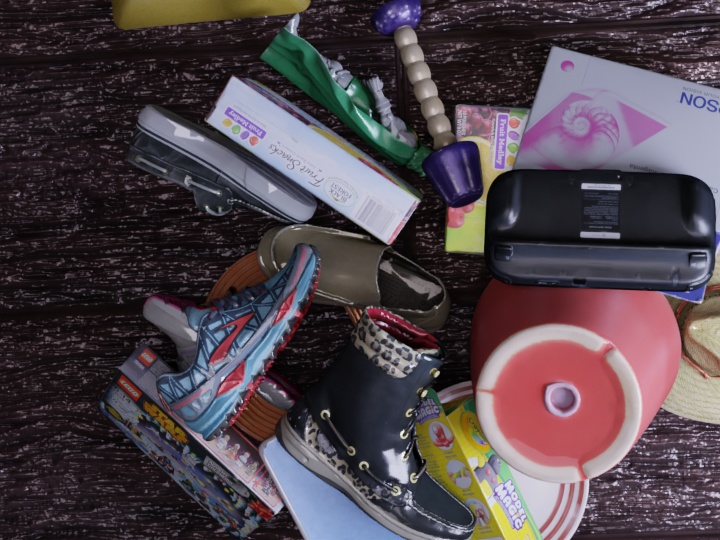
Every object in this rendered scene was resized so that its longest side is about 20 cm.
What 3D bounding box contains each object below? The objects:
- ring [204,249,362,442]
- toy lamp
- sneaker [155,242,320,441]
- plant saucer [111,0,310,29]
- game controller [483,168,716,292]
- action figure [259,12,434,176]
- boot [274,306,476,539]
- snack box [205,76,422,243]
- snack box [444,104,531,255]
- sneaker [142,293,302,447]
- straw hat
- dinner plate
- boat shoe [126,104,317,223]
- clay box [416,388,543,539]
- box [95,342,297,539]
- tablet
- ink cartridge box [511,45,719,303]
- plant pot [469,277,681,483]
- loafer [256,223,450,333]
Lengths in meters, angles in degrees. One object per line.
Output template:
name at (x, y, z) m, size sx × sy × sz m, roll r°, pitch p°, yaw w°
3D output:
ring at (-0.062, 0.074, 1.296) m, size 0.199 × 0.019 × 0.202 m, roll 7°, pitch 72°, yaw -24°
toy lamp at (0.064, -0.155, 1.256) m, size 0.058 × 0.058 × 0.201 m, roll -22°, pitch 74°, yaw 6°
sneaker at (-0.111, 0.049, 1.214) m, size 0.095 × 0.079 × 0.201 m, roll 34°, pitch 79°, yaw 0°
plant saucer at (-0.155, -0.343, 1.299) m, size 0.198 × 0.048 × 0.202 m, roll -5°, pitch 94°, yaw 4°
game controller at (0.207, -0.037, 1.168) m, size 0.198 × 0.042 × 0.105 m, roll 3°, pitch 68°, yaw 6°
action figure at (-0.002, -0.160, 1.287) m, size 0.200 × 0.118 × 0.055 m, roll 42°, pitch 84°, yaw -9°
boot at (0.043, 0.141, 1.187) m, size 0.203 × 0.074 × 0.154 m, roll 33°, pitch 110°, yaw 0°
snack box at (-0.038, -0.104, 1.255) m, size 0.199 × 0.142 × 0.053 m, roll 34°, pitch 96°, yaw 0°
snack box at (0.183, -0.083, 1.294) m, size 0.198 × 0.053 × 0.144 m, roll 4°, pitch 96°, yaw 3°
sneaker at (-0.144, 0.105, 1.319) m, size 0.200 × 0.081 × 0.088 m, roll 43°, pitch 95°, yaw 0°
straw hat at (0.349, 0.060, 1.277) m, size 0.199 × 0.085 × 0.203 m, roll 0°, pitch 95°, yaw 4°
dinner plate at (0.126, 0.206, 1.337) m, size 0.198 × 0.024 × 0.202 m, roll 0°, pitch 95°, yaw 5°
boat shoe at (-0.137, -0.089, 1.315) m, size 0.199 × 0.072 × 0.071 m, roll 30°, pitch 105°, yaw 11°
clay box at (0.090, 0.199, 1.271) m, size 0.047 × 0.115 × 0.201 m, roll -28°, pitch 95°, yaw -38°
box at (-0.161, 0.169, 1.300) m, size 0.200 × 0.137 × 0.040 m, roll 43°, pitch 60°, yaw 0°
tablet at (0.005, 0.219, 1.248) m, size 0.129 × 0.014 × 0.201 m, roll -28°, pitch 90°, yaw -8°
ink cartridge box at (0.239, -0.091, 1.215) m, size 0.195 × 0.043 × 0.201 m, roll 16°, pitch 66°, yaw 8°
plant pot at (0.184, 0.090, 1.204) m, size 0.199 × 0.177 × 0.202 m, roll 3°, pitch 104°, yaw 13°
loafer at (0.000, 0.000, 1.289) m, size 0.199 × 0.068 × 0.076 m, roll 18°, pitch 67°, yaw -10°
